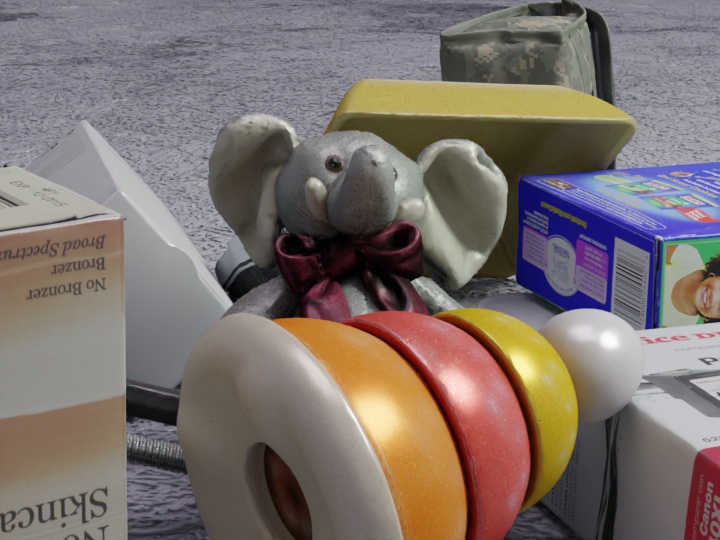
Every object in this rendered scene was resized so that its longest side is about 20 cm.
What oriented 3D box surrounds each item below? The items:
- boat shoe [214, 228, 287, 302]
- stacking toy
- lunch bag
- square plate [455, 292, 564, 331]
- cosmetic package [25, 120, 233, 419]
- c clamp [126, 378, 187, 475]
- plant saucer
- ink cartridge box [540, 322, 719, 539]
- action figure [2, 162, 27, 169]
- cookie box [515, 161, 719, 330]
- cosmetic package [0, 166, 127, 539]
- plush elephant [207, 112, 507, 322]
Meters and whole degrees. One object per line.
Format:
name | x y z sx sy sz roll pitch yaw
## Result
boat shoe | -0.044 0.015 1.051 0.073 0.068 0.199 -13 -6 -11
stacking toy | 0.040 0.062 0.704 0.199 0.147 0.146 -20 25 -29
lunch bag | 0.139 -0.121 1.367 0.117 0.165 0.200 0 16 18
square plate | 0.146 0.048 1.027 0.197 0.029 0.200 0 16 -1
cosmetic package | -0.146 -0.008 1.014 0.085 0.108 0.200 -41 21 0
c clamp | -0.067 0.084 0.831 0.199 0.027 0.171 14 12 -1
plant saucer | 0.046 -0.062 1.118 0.199 0.049 0.200 -1 -28 -21
ink cartridge box | 0.180 0.090 0.779 0.144 0.084 0.200 -4 17 -19
action figure | -0.265 -0.034 1.151 0.118 0.103 0.200 17 18 13
cookie box | 0.219 -0.012 1.052 0.199 0.076 0.171 -5 17 -21
cosmetic package | -0.142 0.074 0.603 0.103 0.201 0.087 -12 21 -35
plush elephant | 0.000 0.000 0.838 0.164 0.156 0.200 -3 4 -8
